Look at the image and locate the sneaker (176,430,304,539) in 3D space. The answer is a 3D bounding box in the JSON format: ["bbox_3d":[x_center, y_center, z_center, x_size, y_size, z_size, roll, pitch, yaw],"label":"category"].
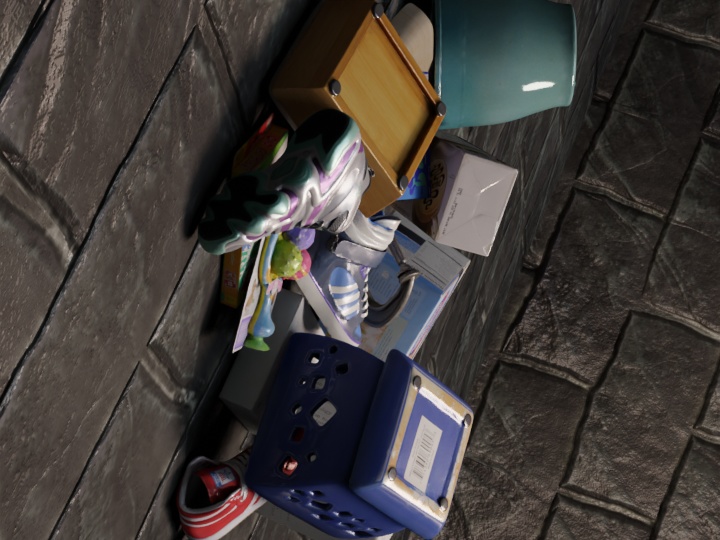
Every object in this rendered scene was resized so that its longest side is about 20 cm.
[{"bbox_3d":[-0.136,0.234,1.806,0.200,0.071,0.113,-43,157,-16],"label":"sneaker"}]

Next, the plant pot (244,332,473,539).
[{"bbox_3d":[0.011,0.201,1.795,0.200,0.179,0.202,41,60,-45],"label":"plant pot"}]

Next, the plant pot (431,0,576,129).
[{"bbox_3d":[0.187,-0.284,2.025,0.200,0.186,0.202,1,90,-90],"label":"plant pot"}]

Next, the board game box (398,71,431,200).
[{"bbox_3d":[0.015,-0.155,1.764,0.199,0.045,0.154,-9,99,-57],"label":"board game box"}]

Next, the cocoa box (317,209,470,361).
[{"bbox_3d":[0.035,0.048,2.075,0.201,0.133,0.131,-60,173,30],"label":"cocoa box"}]

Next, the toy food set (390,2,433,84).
[{"bbox_3d":[0.027,-0.222,1.924,0.144,0.060,0.201,-50,158,-24],"label":"toy food set"}]

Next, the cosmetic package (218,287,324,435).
[{"bbox_3d":[-0.104,0.120,1.889,0.200,0.051,0.152,69,41,-70],"label":"cosmetic package"}]

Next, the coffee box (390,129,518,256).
[{"bbox_3d":[0.109,-0.105,1.904,0.200,0.079,0.114,-135,-118,-66],"label":"coffee box"}]

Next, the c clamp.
[{"bbox_3d":[0.017,-0.037,1.901,0.027,0.201,0.171,-6,158,-45],"label":"c clamp"}]

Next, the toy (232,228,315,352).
[{"bbox_3d":[-0.083,-0.005,1.692,0.115,0.047,0.202,-22,132,-76],"label":"toy"}]

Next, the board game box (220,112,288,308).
[{"bbox_3d":[-0.114,-0.064,1.639,0.096,0.030,0.201,-55,158,-47],"label":"board game box"}]

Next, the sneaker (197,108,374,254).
[{"bbox_3d":[-0.063,-0.056,1.563,0.199,0.078,0.140,-38,139,-7],"label":"sneaker"}]

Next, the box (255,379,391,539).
[{"bbox_3d":[-0.031,0.255,2.062,0.131,0.199,0.200,-52,158,-46],"label":"box"}]

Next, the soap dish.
[{"bbox_3d":[0.003,-0.181,1.633,0.200,0.081,0.158,52,54,-36],"label":"soap dish"}]

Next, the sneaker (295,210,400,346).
[{"bbox_3d":[0.000,0.000,1.853,0.146,0.081,0.201,-33,133,-1],"label":"sneaker"}]
